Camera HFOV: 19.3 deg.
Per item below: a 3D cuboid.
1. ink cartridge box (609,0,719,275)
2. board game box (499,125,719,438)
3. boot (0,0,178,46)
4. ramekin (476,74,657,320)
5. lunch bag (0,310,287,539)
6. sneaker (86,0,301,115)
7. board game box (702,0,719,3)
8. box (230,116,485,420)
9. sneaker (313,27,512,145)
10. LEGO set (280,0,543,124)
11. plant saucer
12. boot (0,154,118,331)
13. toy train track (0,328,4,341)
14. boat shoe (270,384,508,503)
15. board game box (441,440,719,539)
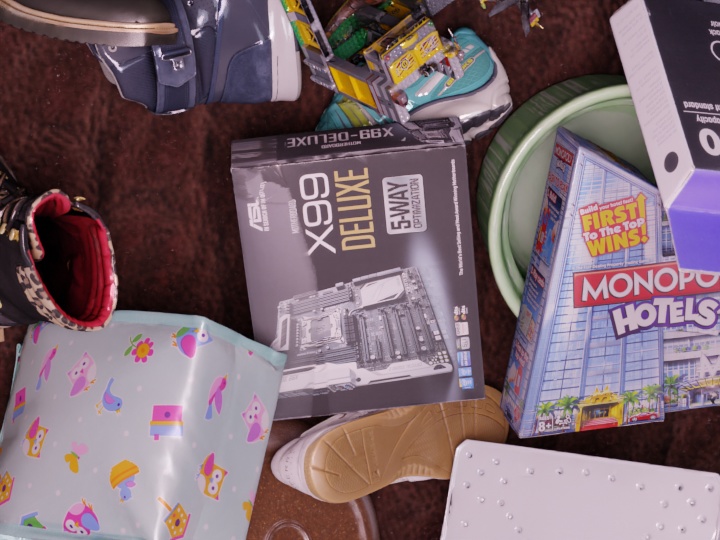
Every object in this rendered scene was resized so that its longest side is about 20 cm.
[{"bbox_3d":[0.278,-0.086,1.425,0.197,0.201,0.043,4,150,-28],"label":"ink cartridge box"},{"bbox_3d":[0.193,0.000,1.438,0.199,0.062,0.201,-7,109,-8],"label":"board game box"},{"bbox_3d":[-0.198,-0.224,1.355,0.199,0.077,0.139,18,101,23],"label":"boot"},{"bbox_3d":[0.178,-0.044,1.507,0.199,0.098,0.201,-3,107,-9],"label":"ramekin"},{"bbox_3d":[-0.166,0.115,1.434,0.122,0.199,0.171,27,70,-51],"label":"lunch bag"},{"bbox_3d":[-0.120,-0.202,1.417,0.146,0.077,0.203,-8,109,-10],"label":"sneaker"},{"bbox_3d":[0.347,-0.196,1.530,0.199,0.026,0.201,-12,108,-7],"label":"board game box"},{"bbox_3d":[0.000,0.000,1.448,0.157,0.050,0.201,-6,119,0],"label":"box"},{"bbox_3d":[0.007,-0.104,1.482,0.199,0.078,0.080,-23,76,4],"label":"sneaker"},{"bbox_3d":[0.037,-0.193,1.390,0.200,0.116,0.154,-33,128,-25],"label":"LEGO set"},{"bbox_3d":[-0.060,0.200,1.514,0.200,0.037,0.201,7,77,-32],"label":"plant saucer"},{"bbox_3d":[-0.238,-0.046,1.396,0.073,0.150,0.201,-28,111,-31],"label":"boot"},{"bbox_3d":[-0.309,0.003,1.463,0.114,0.032,0.201,-10,101,-36],"label":"toy train track"},{"bbox_3d":[0.021,0.119,1.529,0.199,0.069,0.071,-8,96,-40],"label":"boat shoe"},{"bbox_3d":[0.146,0.229,1.466,0.199,0.026,0.201,6,81,27],"label":"board game box"}]
